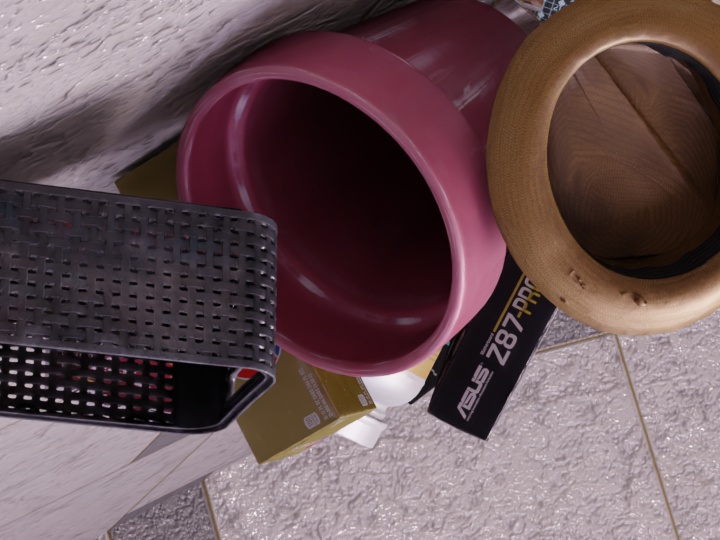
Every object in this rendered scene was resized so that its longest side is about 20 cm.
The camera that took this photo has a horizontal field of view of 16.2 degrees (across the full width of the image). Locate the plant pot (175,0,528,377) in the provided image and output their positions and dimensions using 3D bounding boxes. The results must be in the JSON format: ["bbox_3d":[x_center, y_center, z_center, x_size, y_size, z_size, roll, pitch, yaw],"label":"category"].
[{"bbox_3d":[0.020,-0.068,1.483,0.200,0.200,0.179,-37,-175,47],"label":"plant pot"}]

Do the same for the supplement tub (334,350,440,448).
[{"bbox_3d":[0.000,0.000,1.659,0.201,0.144,0.145,-63,171,-1],"label":"supplement tub"}]

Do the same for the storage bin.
[{"bbox_3d":[-0.154,0.022,1.394,0.199,0.094,0.135,6,159,-18],"label":"storage bin"}]

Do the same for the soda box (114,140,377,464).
[{"bbox_3d":[-0.071,0.015,1.563,0.064,0.200,0.068,-31,172,19],"label":"soda box"}]

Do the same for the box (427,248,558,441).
[{"bbox_3d":[0.110,-0.009,1.574,0.200,0.049,0.161,-64,178,17],"label":"box"}]

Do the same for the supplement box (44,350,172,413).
[{"bbox_3d":[-0.129,0.043,1.839,0.109,0.061,0.200,21,143,-36],"label":"supplement box"}]

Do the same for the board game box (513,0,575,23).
[{"bbox_3d":[0.192,-0.169,1.535,0.135,0.035,0.200,-29,140,28],"label":"board game box"}]

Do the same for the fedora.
[{"bbox_3d":[0.149,-0.066,1.426,0.200,0.201,0.082,-27,-161,-12],"label":"fedora"}]

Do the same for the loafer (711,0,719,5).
[{"bbox_3d":[0.157,-0.170,1.434,0.200,0.068,0.076,23,132,-40],"label":"loafer"}]

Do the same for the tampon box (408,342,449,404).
[{"bbox_3d":[0.067,-0.011,2.003,0.126,0.150,0.200,-40,179,-28],"label":"tampon box"}]
